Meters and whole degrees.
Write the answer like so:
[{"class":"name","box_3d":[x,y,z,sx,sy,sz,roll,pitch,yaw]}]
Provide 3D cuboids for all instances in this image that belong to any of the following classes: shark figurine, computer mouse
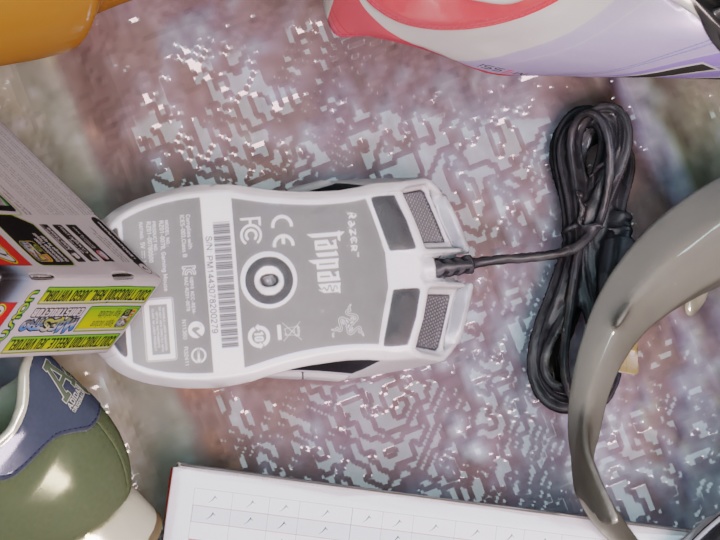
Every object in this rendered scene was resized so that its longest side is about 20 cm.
[{"class":"shark figurine","box_3d":[0.131,-0.005,0.988,0.214,0.090,0.128,-30,80,-22]},{"class":"computer mouse","box_3d":[0.000,0.000,1.031,0.199,0.044,0.110,-3,86,-4]}]

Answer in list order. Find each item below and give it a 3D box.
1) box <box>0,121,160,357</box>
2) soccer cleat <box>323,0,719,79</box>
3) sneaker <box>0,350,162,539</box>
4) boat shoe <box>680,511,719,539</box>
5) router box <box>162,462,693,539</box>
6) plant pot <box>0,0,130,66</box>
[{"class":"box","box_3d":[-0.166,-0.050,0.975,0.200,0.110,0.035,43,106,18]},{"class":"soccer cleat","box_3d":[0.082,-0.095,1.012,0.200,0.073,0.068,8,59,-32]},{"class":"sneaker","box_3d":[-0.175,0.082,0.990,0.200,0.067,0.090,-18,115,5]},{"class":"boat shoe","box_3d":[0.160,0.092,0.944,0.200,0.068,0.072,-34,82,12]},{"class":"router box","box_3d":[0.021,0.167,1.012,0.199,0.049,0.180,8,86,1]},{"class":"plant pot","box_3d":[-0.072,-0.177,0.981,0.183,0.200,0.201,-9,85,-16]}]
